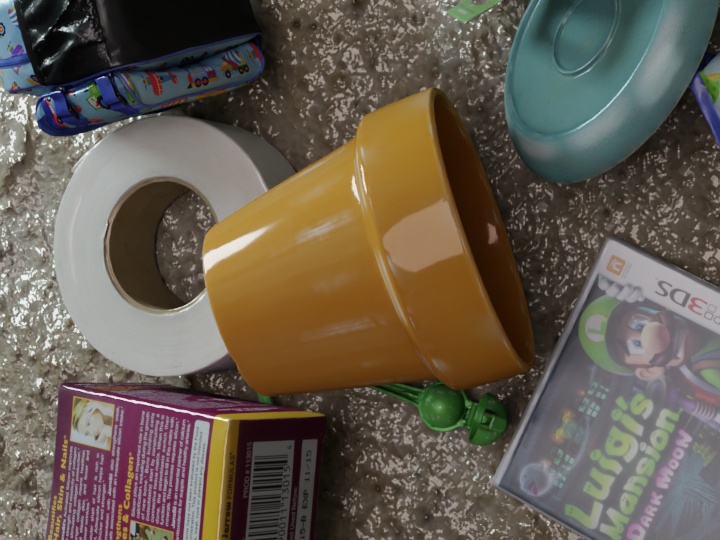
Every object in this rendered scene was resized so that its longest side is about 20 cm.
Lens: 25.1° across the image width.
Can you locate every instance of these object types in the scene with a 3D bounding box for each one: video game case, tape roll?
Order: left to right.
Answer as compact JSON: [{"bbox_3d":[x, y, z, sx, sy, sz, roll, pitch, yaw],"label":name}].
[{"bbox_3d":[-0.137,-0.019,1.252,0.202,0.071,0.203,0,90,25],"label":"tape roll"},{"bbox_3d":[0.209,0.104,1.117,0.182,0.023,0.200,28,101,23],"label":"video game case"}]

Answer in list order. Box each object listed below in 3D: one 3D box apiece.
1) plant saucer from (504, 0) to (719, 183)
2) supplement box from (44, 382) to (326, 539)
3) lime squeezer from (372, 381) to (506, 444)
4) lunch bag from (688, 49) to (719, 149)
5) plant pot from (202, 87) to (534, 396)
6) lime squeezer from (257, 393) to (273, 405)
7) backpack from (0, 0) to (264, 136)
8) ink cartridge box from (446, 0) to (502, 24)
[{"bbox_3d":[0.157,-0.155,1.076,0.200,0.027,0.200,-39,39,42],"label":"plant saucer"},{"bbox_3d":[-0.133,0.158,1.201,0.200,0.103,0.131,7,93,42],"label":"supplement box"},{"bbox_3d":[0.059,0.101,1.155,0.200,0.071,0.038,15,101,56],"label":"lime squeezer"},{"bbox_3d":[0.325,-0.076,1.017,0.170,0.127,0.200,-23,97,23],"label":"lunch bag"},{"bbox_3d":[0.000,0.000,1.100,0.183,0.200,0.201,-19,82,12],"label":"plant pot"},{"bbox_3d":[-0.081,0.176,1.242,0.071,0.038,0.200,18,99,22],"label":"lime squeezer"},{"bbox_3d":[-0.197,-0.178,1.228,0.200,0.182,0.135,-10,99,40],"label":"backpack"},{"bbox_3d":[0.133,-0.245,1.075,0.200,0.104,0.059,-33,105,3],"label":"ink cartridge box"}]
